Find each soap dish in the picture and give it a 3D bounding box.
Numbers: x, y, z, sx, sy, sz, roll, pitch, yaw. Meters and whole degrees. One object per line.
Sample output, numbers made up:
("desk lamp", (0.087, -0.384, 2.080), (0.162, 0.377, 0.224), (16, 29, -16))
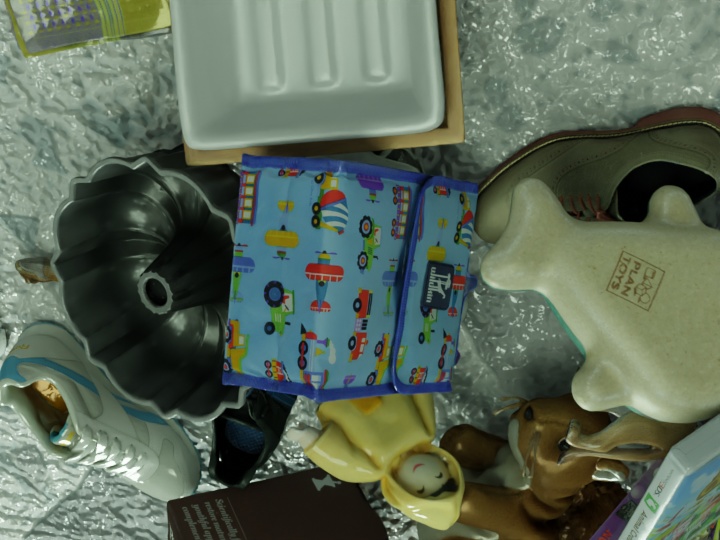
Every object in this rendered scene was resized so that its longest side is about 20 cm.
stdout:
("soap dish", (-0.027, -0.157, 1.031), (0.198, 0.081, 0.159), (-3, 96, 17))

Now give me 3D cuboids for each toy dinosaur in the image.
("toy dinosaur", (-0.180, 0.024, 1.238), (0.199, 0.061, 0.107), (32, 143, 5))

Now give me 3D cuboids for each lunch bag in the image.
("lunch bag", (0.010, 0.007, 1.051), (0.093, 0.199, 0.152), (7, 92, 41))

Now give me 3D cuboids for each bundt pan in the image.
("bundt pan", (-0.126, 0.004, 1.119), (0.200, 0.076, 0.204), (15, 117, 30))

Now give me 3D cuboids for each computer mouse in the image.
("computer mouse", (-0.100, -0.093, 1.153), (0.199, 0.034, 0.059), (-30, 115, 22))

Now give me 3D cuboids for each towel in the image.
("towel", (-0.209, -0.249, 1.084), (0.142, 0.023, 0.202), (-3, 121, 18))

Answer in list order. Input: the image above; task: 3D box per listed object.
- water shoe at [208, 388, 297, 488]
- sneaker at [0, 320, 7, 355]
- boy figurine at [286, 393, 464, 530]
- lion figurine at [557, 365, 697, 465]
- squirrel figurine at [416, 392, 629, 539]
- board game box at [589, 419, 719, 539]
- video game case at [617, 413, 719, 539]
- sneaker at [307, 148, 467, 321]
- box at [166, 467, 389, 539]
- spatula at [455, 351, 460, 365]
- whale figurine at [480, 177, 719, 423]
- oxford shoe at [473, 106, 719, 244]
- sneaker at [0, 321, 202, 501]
("water shoe", (-0.077, 0.089, 1.227), (0.071, 0.079, 0.202), (15, 124, 5))
("sneaker", (-0.400, 0.042, 1.283), (0.198, 0.087, 0.075), (21, 126, 3))
("boy figurine", (0.005, 0.108, 1.144), (0.201, 0.124, 0.065), (57, 152, 16))
("lion figurine", (0.225, 0.065, 1.107), (0.121, 0.073, 0.202), (18, 102, -1))
("squirrel figurine", (0.146, 0.180, 1.212), (0.199, 0.142, 0.187), (32, 115, -23))
("board game box", (0.224, 0.200, 1.147), (0.032, 0.200, 0.120), (35, 167, 39))
("video game case", (0.259, 0.127, 1.053), (0.022, 0.199, 0.183), (48, 150, 24))
("sneaker", (0.025, -0.039, 1.127), (0.080, 0.077, 0.200), (-40, 115, 5))
("box", (-0.062, 0.299, 1.271), (0.162, 0.166, 0.202), (-9, 125, -19))
("spatula", (0.000, 0.000, 1.163), (0.021, 0.057, 0.200), (-43, 89, 14))
("whale figurine", (0.171, 0.018, 1.012), (0.198, 0.160, 0.104), (25, 169, -7))
("oxford shoe", (0.160, -0.056, 1.072), (0.198, 0.075, 0.071), (-21, 115, 26))
("sneaker", (-0.221, 0.136, 1.297), (0.200, 0.081, 0.076), (40, 122, -13))
